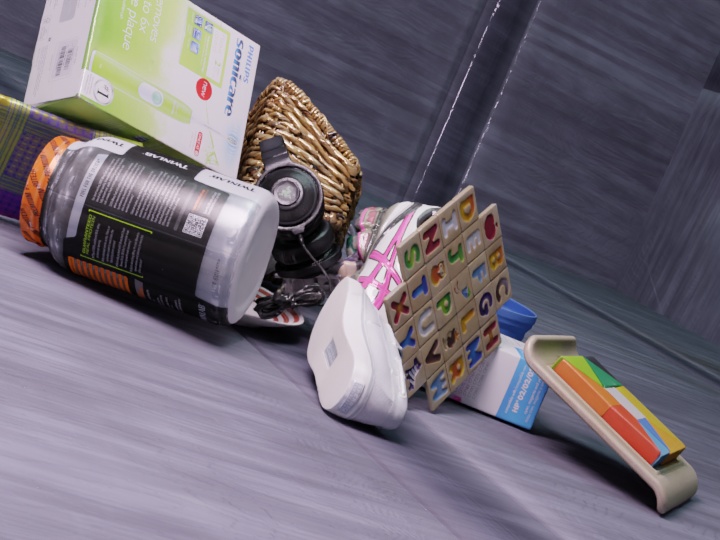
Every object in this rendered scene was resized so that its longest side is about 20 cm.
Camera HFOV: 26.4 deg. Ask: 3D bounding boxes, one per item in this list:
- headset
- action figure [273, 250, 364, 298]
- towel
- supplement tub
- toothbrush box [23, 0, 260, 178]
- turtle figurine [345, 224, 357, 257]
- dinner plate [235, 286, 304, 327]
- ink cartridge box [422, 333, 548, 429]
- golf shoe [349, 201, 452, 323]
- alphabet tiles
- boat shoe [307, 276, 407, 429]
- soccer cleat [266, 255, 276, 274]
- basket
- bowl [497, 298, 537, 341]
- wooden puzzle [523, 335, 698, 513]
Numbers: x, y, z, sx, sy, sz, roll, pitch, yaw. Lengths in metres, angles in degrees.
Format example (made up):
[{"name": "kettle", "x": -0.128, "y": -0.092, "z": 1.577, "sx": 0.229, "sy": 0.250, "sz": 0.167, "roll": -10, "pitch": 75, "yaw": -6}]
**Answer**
[{"name": "headset", "x": -0.072, "y": -0.036, "z": 1.430, "sx": 0.201, "sy": 0.093, "sz": 0.124, "roll": -110, "pitch": -178, "yaw": -45}, {"name": "action figure", "x": 0.000, "y": 0.000, "z": 1.543, "sx": 0.199, "sy": 0.070, "sz": 0.130, "roll": -18, "pitch": 22, "yaw": -36}, {"name": "towel", "x": -0.309, "y": -0.101, "z": 1.373, "sx": 0.199, "sy": 0.144, "sz": 0.023, "roll": 19, "pitch": 46, "yaw": -19}, {"name": "supplement tub", "x": -0.180, "y": -0.039, "z": 1.306, "sx": 0.199, "sy": 0.123, "sz": 0.123, "roll": 20, "pitch": 6, "yaw": 8}, {"name": "toothbrush box", "x": -0.199, "y": -0.179, "z": 1.422, "sx": 0.086, "sy": 0.147, "sz": 0.200, "roll": -6, "pitch": -24, "yaw": 39}, {"name": "turtle figurine", "x": 0.045, "y": 0.029, "z": 1.695, "sx": 0.149, "sy": 0.101, "sz": 0.200, "roll": 11, "pitch": 25, "yaw": -32}, {"name": "dinner plate", "x": -0.148, "y": 0.017, "z": 1.447, "sx": 0.199, "sy": 0.024, "sz": 0.200, "roll": 22, "pitch": 6, "yaw": -3}, {"name": "ink cartridge box", "x": 0.084, "y": 0.081, "z": 1.536, "sx": 0.199, "sy": 0.068, "sz": 0.115, "roll": 22, "pitch": 6, "yaw": -8}, {"name": "golf shoe", "x": 0.036, "y": 0.016, "z": 1.409, "sx": 0.092, "sy": 0.201, "sz": 0.073, "roll": -8, "pitch": -38, "yaw": 20}, {"name": "alphabet tiles", "x": 0.084, "y": 0.025, "z": 1.406, "sx": 0.006, "sy": 0.167, "sz": 0.200, "roll": 5, "pitch": 29, "yaw": 35}, {"name": "boat shoe", "x": 0.004, "y": 0.070, "z": 1.282, "sx": 0.068, "sy": 0.072, "sz": 0.200, "roll": 29, "pitch": 12, "yaw": -17}, {"name": "soccer cleat", "x": -0.109, "y": -0.030, "z": 1.544, "sx": 0.085, "sy": 0.069, "sz": 0.200, "roll": 10, "pitch": -15, "yaw": -13}, {"name": "basket", "x": -0.074, "y": -0.090, "z": 1.660, "sx": 0.142, "sy": 0.150, "sz": 0.200, "roll": 21, "pitch": -29, "yaw": -13}, {"name": "bowl", "x": 0.119, "y": 0.033, "z": 1.885, "sx": 0.200, "sy": 0.040, "sz": 0.201, "roll": 23, "pitch": 6, "yaw": -3}, {"name": "wooden puzzle", "x": 0.248, "y": 0.138, "z": 1.471, "sx": 0.200, "sy": 0.037, "sz": 0.185, "roll": 50, "pitch": 14, "yaw": 16}]
